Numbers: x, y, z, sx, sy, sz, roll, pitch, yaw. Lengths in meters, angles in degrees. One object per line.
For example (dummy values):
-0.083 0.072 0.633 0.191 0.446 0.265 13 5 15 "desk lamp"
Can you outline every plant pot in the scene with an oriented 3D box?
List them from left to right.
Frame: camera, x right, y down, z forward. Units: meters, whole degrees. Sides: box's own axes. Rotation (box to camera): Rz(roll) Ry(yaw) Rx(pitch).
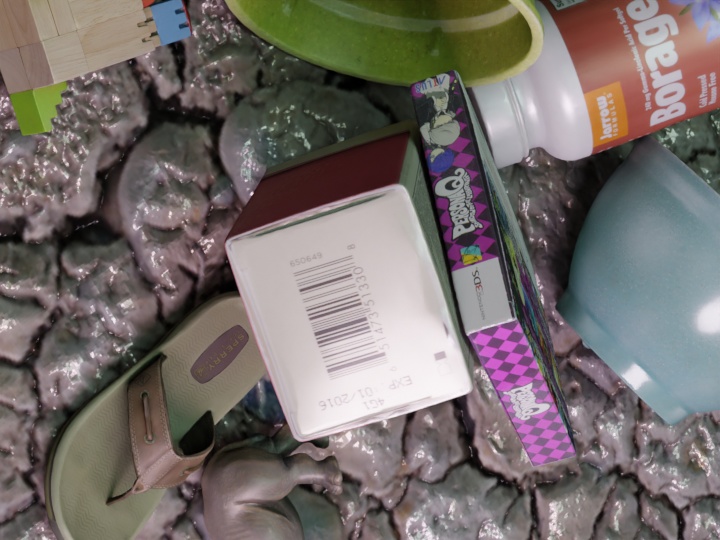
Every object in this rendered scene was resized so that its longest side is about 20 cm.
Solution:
0.030 -0.238 1.085 0.200 0.200 0.185 22 72 -30 "plant pot"
0.222 0.022 1.216 0.134 0.200 0.200 -46 116 6 "plant pot"

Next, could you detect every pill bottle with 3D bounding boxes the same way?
0.168 -0.141 1.178 0.199 0.112 0.113 -21 103 -2 "pill bottle"

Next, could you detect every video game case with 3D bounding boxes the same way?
0.085 0.003 1.094 0.200 0.036 0.182 60 16 -58 "video game case"

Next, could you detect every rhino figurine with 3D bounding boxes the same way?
-0.052 0.197 1.107 0.087 0.060 0.201 -7 96 -12 "rhino figurine"

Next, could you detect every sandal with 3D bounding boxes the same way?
-0.118 0.090 1.066 0.080 0.057 0.201 48 68 -23 "sandal"

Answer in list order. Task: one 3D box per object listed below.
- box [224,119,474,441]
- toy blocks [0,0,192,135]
0.000 0.000 1.044 0.109 0.200 0.128 -18 103 8 "box"
-0.163 -0.197 1.024 0.137 0.100 0.201 -27 106 -41 "toy blocks"
